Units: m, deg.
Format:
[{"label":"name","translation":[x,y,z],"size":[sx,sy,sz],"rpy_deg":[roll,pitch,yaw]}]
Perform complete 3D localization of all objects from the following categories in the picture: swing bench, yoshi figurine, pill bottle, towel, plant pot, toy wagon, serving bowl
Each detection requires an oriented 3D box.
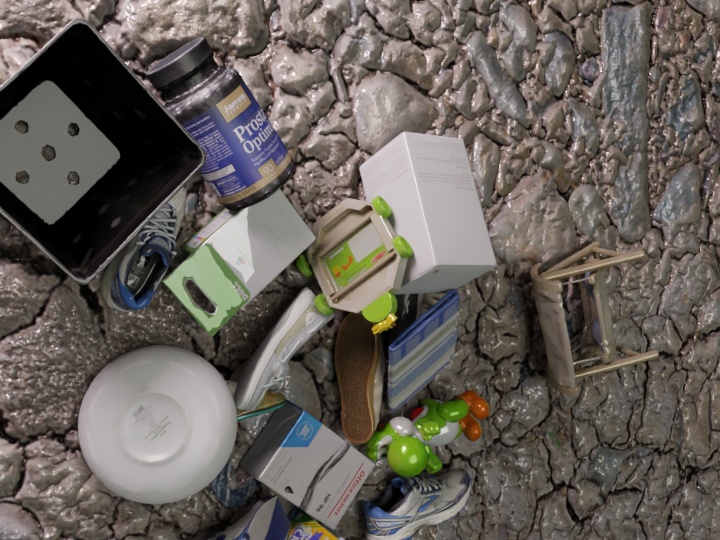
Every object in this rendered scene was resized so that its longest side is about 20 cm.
[{"label":"swing bench","translation":[0.383,0.078,1.445],"size":[0.199,0.130,0.200],"rpy_deg":[-19,107,-23]},{"label":"yoshi figurine","translation":[0.108,0.261,1.293],"size":[0.199,0.112,0.113],"rpy_deg":[-15,88,-25]},{"label":"pill bottle","translation":[-0.178,-0.185,1.065],"size":[0.112,0.112,0.200],"rpy_deg":[-42,116,-20]},{"label":"towel","translation":[0.091,0.123,1.264],"size":[0.147,0.024,0.200],"rpy_deg":[-39,152,-22]},{"label":"plant pot","translation":[-0.332,-0.131,0.939],"size":[0.200,0.177,0.200],"rpy_deg":[-50,119,-17]},{"label":"toy wagon","translation":[0.000,0.000,1.154],"size":[0.155,0.200,0.040],"rpy_deg":[-37,153,20]},{"label":"serving bowl","translation":[-0.255,0.192,1.049],"size":[0.199,0.066,0.201],"rpy_deg":[1,83,-6]}]

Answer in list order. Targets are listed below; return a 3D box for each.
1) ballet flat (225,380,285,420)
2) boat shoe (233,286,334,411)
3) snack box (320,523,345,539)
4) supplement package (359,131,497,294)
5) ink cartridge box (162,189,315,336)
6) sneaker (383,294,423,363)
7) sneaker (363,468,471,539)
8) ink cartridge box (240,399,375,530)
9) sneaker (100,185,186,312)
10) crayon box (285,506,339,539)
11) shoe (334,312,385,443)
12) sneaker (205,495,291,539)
[{"label":"ballet flat","translation":[-0.195,0.185,1.139],"size":[0.199,0.071,0.071],"rpy_deg":[-19,106,-28]},{"label":"boat shoe","translation":[-0.103,0.112,1.147],"size":[0.065,0.074,0.202],"rpy_deg":[37,52,-8]},{"label":"snack box","translation":[0.005,0.466,1.219],"size":[0.053,0.200,0.143],"rpy_deg":[-38,115,-21]},{"label":"supplement package","translation":[0.093,-0.078,1.198],"size":[0.117,0.117,0.201],"rpy_deg":[1,69,-36]},{"label":"ink cartridge box","translation":[-0.167,-0.019,1.126],"size":[0.200,0.059,0.104],"rpy_deg":[-45,117,-19]},{"label":"sneaker","translation":[0.043,0.035,1.263],"size":[0.099,0.071,0.201],"rpy_deg":[19,84,-28]},{"label":"sneaker","translation":[0.090,0.357,1.323],"size":[0.200,0.077,0.085],"rpy_deg":[-26,106,-27]},{"label":"ink cartridge box","translation":[-0.061,0.293,1.231],"size":[0.200,0.068,0.116],"rpy_deg":[42,75,-29]},{"label":"sneaker","translation":[-0.256,-0.039,1.053],"size":[0.077,0.085,0.201],"rpy_deg":[18,86,-32]},{"label":"crayon box","translation":[-0.071,0.422,1.165],"size":[0.126,0.200,0.052],"rpy_deg":[-50,119,-16]},{"label":"shoe","translation":[0.000,0.155,1.263],"size":[0.053,0.070,0.201],"rpy_deg":[-9,101,-71]},{"label":"sneaker","translation":[-0.191,0.386,1.160],"size":[0.199,0.115,0.081],"rpy_deg":[-46,124,-52]}]
